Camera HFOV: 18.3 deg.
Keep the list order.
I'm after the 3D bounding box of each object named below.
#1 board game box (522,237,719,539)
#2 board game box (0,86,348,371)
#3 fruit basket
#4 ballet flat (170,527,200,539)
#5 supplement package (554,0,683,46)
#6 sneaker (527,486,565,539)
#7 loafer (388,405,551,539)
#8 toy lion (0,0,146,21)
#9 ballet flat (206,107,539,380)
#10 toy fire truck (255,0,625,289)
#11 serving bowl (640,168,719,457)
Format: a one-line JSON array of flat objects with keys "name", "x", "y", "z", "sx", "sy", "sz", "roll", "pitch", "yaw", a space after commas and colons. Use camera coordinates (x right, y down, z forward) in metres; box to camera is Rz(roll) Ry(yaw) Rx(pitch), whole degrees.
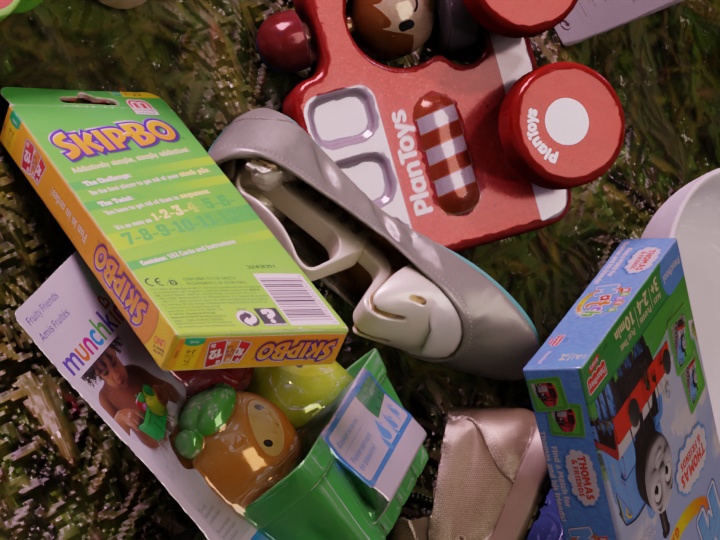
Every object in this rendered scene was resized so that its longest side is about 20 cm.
[{"name": "board game box", "x": 0.146, "y": 0.105, "z": 1.162, "sx": 0.151, "sy": 0.036, "sz": 0.201, "roll": -46, "pitch": 128, "yaw": -53}, {"name": "board game box", "x": -0.095, "y": -0.024, "z": 1.055, "sx": 0.095, "sy": 0.030, "sz": 0.200, "roll": 0, "pitch": 39, "yaw": -38}, {"name": "fruit basket", "x": -0.057, "y": 0.055, "z": 1.063, "sx": 0.200, "sy": 0.094, "sz": 0.185, "roll": 54, "pitch": 26, "yaw": -9}, {"name": "ballet flat", "x": -0.034, "y": 0.212, "z": 1.086, "sx": 0.068, "sy": 0.068, "sz": 0.201, "roll": -27, "pitch": 97, "yaw": -46}, {"name": "supplement package", "x": 0.177, "y": -0.265, "z": 1.279, "sx": 0.147, "sy": 0.200, "sz": 0.192, "roll": -39, "pitch": 104, "yaw": -37}, {"name": "sneaker", "x": 0.123, "y": 0.160, "z": 1.225, "sx": 0.078, "sy": 0.070, "sz": 0.201, "roll": 48, "pitch": 55, "yaw": -34}, {"name": "loafer", "x": 0.041, "y": 0.158, "z": 1.142, "sx": 0.067, "sy": 0.076, "sz": 0.201, "roll": 24, "pitch": 83, "yaw": 12}, {"name": "toy lion", "x": -0.175, "y": -0.213, "z": 1.088, "sx": 0.191, "sy": 0.069, "sz": 0.201, "roll": 4, "pitch": 76, "yaw": -29}, {"name": "ballet flat", "x": 0.000, "y": 0.000, "z": 1.130, "sx": 0.200, "sy": 0.067, "sz": 0.064, "roll": 41, "pitch": 45, "yaw": 4}, {"name": "toy fire truck", "x": 0.035, "y": -0.102, "z": 1.198, "sx": 0.167, "sy": 0.112, "sz": 0.201, "roll": -17, "pitch": 92, "yaw": -18}, {"name": "serving bowl", "x": 0.219, "y": 0.043, "z": 1.314, "sx": 0.200, "sy": 0.066, "sz": 0.201, "roll": 18, "pitch": 63, "yaw": -41}]
